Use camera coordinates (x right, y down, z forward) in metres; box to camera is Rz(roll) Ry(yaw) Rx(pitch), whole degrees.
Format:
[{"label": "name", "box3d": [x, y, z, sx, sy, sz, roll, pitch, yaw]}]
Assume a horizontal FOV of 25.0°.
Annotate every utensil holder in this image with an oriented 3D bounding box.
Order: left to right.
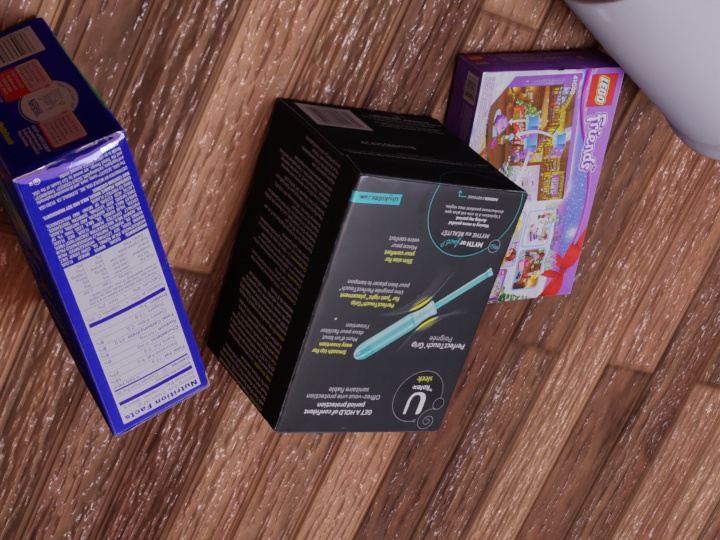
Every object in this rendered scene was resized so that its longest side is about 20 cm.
[{"label": "utensil holder", "box3d": [0.250, -0.204, 1.191, 0.170, 0.170, 0.199, -51, 129, 4]}]

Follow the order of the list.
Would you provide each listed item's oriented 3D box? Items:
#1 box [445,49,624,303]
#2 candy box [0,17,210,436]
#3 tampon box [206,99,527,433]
[{"label": "box", "box3d": [0.123, -0.070, 1.272, 0.135, 0.039, 0.202, -6, 120, -30]}, {"label": "candy box", "box3d": [-0.175, -0.028, 1.015, 0.076, 0.169, 0.202, -24, 129, -14]}, {"label": "tampon box", "box3d": [0.000, 0.000, 1.175, 0.148, 0.126, 0.202, 4, 116, -34]}]
